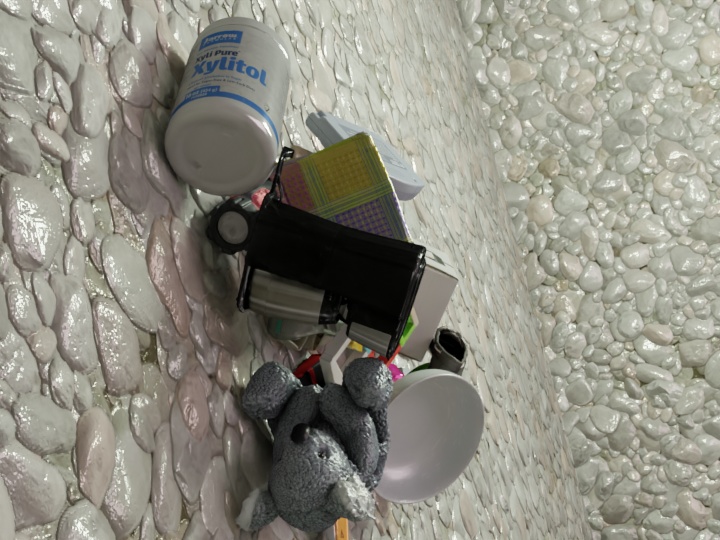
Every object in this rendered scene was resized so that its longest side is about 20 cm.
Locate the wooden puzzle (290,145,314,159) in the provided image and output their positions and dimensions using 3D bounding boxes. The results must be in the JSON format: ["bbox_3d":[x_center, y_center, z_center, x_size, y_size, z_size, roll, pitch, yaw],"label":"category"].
[{"bbox_3d":[-0.030,-0.057,1.560,0.184,0.046,0.202,19,69,-38],"label":"wooden puzzle"}]

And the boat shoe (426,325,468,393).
[{"bbox_3d":[0.136,0.121,1.687,0.066,0.057,0.200,30,20,-2],"label":"boat shoe"}]

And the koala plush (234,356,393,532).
[{"bbox_3d":[-0.047,0.222,1.266,0.200,0.175,0.185,-74,157,-66],"label":"koala plush"}]

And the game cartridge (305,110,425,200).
[{"bbox_3d":[0.013,-0.159,1.613,0.133,0.041,0.199,46,17,26],"label":"game cartridge"}]

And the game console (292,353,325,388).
[{"bbox_3d":[-0.048,0.222,1.497,0.177,0.031,0.202,-36,109,-67],"label":"game console"}]

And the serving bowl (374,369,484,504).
[{"bbox_3d":[0.076,0.223,1.571,0.066,0.200,0.201,36,-20,51],"label":"serving bowl"}]

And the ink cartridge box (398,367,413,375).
[{"bbox_3d":[0.106,0.271,1.909,0.199,0.040,0.202,23,54,-69],"label":"ink cartridge box"}]

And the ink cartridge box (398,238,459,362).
[{"bbox_3d":[0.082,0.042,1.766,0.200,0.082,0.148,-94,-153,-78],"label":"ink cartridge box"}]

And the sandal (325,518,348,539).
[{"bbox_3d":[-0.015,0.257,1.421,0.079,0.059,0.209,41,42,-72],"label":"sandal"}]

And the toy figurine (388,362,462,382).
[{"bbox_3d":[0.042,0.213,1.659,0.183,0.150,0.202,24,89,-48],"label":"toy figurine"}]

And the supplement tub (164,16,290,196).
[{"bbox_3d":[-0.154,-0.196,1.336,0.201,0.131,0.132,-87,155,-47],"label":"supplement tub"}]

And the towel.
[{"bbox_3d":[-0.018,-0.067,1.422,0.023,0.143,0.202,122,-55,-78],"label":"towel"}]

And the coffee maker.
[{"bbox_3d":[-0.026,-0.013,1.301,0.135,0.198,0.194,-67,172,-59],"label":"coffee maker"}]

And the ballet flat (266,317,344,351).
[{"bbox_3d":[-0.073,0.077,1.503,0.200,0.067,0.064,22,82,-68],"label":"ballet flat"}]

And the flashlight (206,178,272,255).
[{"bbox_3d":[-0.131,-0.076,1.413,0.200,0.067,0.068,-48,120,-69],"label":"flashlight"}]

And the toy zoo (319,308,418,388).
[{"bbox_3d":[0.007,0.105,1.517,0.201,0.020,0.132,-54,146,-24],"label":"toy zoo"}]
